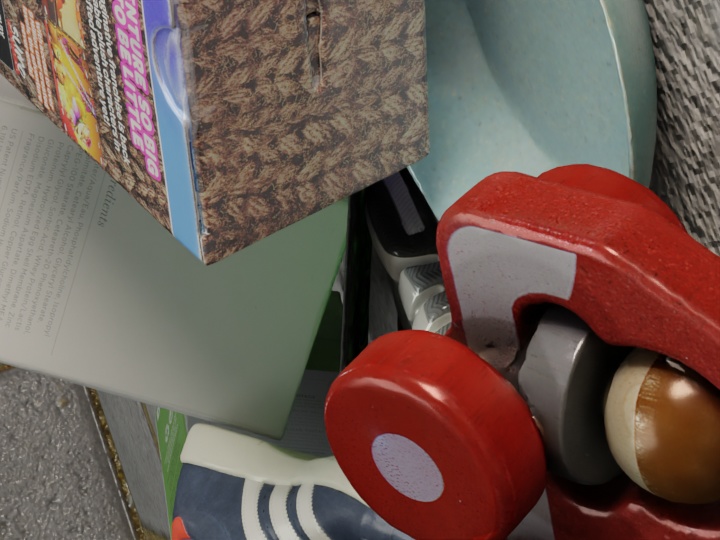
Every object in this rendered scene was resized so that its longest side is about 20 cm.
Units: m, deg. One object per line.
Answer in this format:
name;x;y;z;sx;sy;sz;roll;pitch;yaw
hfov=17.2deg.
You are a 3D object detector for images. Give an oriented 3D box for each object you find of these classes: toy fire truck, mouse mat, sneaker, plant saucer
toy fire truck;0.092;0.067;0.680;0.168;0.112;0.200;16;133;34
mouse mat;0.000;0.000;1.014;0.200;0.008;0.161;80;-168;-83
sneaker;-0.012;0.121;0.998;0.200;0.075;0.085;6;79;55
plant saucer;0.049;-0.084;0.778;0.201;0.039;0.201;54;157;36
sneaker;0.057;0.055;0.936;0.116;0.075;0.200;79;177;-52

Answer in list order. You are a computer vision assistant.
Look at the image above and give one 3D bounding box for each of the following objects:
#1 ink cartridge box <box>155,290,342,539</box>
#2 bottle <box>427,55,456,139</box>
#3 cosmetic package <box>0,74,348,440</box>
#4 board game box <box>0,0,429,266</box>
ink cartridge box;-0.049;0.086;1.243;0.200;0.104;0.059;-106;25;-53
bottle;-0.005;-0.139;0.904;0.084;0.065;0.200;131;120;-69
cosmetic package;-0.119;-0.024;1.138;0.199;0.200;0.123;-113;39;-76
board game box;-0.075;-0.130;0.818;0.200;0.097;0.160;41;148;38
